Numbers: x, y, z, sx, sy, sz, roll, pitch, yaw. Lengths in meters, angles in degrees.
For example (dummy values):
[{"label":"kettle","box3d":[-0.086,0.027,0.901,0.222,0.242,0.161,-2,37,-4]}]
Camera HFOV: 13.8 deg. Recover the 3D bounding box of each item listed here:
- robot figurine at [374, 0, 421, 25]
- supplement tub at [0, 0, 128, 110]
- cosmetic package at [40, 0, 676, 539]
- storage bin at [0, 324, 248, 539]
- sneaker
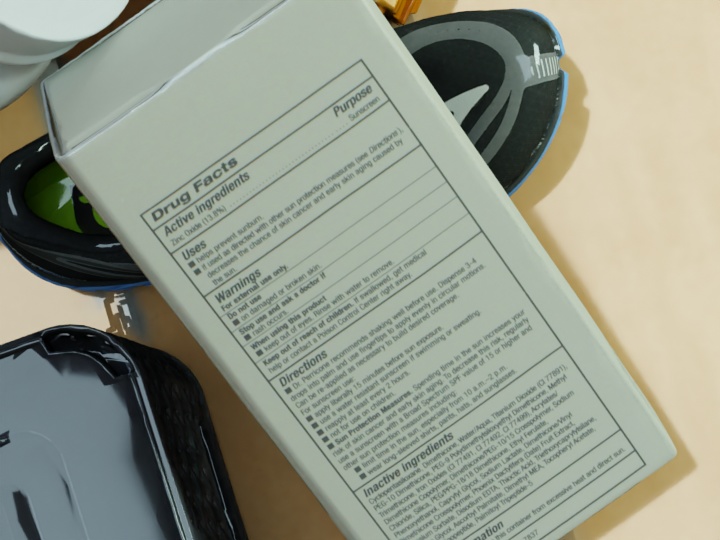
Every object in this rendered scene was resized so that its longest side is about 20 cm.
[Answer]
[{"label":"robot figurine","box3d":[-0.053,-0.168,0.999,0.199,0.058,0.146,28,89,11]},{"label":"supplement tub","box3d":[-0.180,-0.100,0.939,0.199,0.144,0.145,-19,80,33]},{"label":"cosmetic package","box3d":[0.000,0.000,0.916,0.105,0.071,0.200,-33,114,3]},{"label":"storage bin","box3d":[-0.139,0.111,0.968,0.199,0.094,0.136,-20,82,7]},{"label":"sneaker","box3d":[-0.028,-0.036,0.968,0.199,0.083,0.071,-14,82,8]}]
